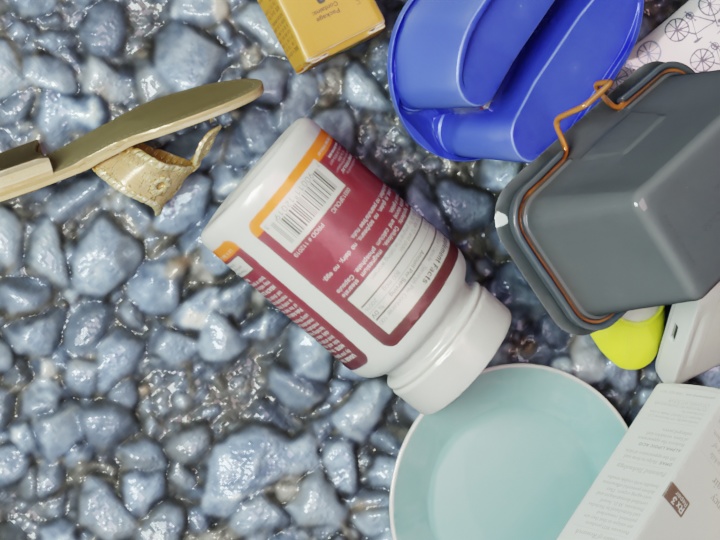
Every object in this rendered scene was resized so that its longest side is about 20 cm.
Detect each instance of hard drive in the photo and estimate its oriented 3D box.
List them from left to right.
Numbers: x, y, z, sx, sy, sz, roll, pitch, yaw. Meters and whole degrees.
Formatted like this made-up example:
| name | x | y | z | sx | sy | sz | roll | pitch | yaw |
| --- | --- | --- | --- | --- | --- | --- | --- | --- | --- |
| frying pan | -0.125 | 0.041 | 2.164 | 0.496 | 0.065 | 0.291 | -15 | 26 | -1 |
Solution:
| name | x | y | z | sx | sy | sz | roll | pitch | yaw |
| --- | --- | --- | --- | --- | --- | --- | --- | --- | --- |
| hard drive | 0.316 | 0.008 | 1.036 | 0.200 | 0.132 | 0.027 | -23 | 58 | -13 |

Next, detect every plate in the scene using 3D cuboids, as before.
| name | x | y | z | sx | sy | sz | roll | pitch | yaw |
| --- | --- | --- | --- | --- | --- | --- | --- | --- | --- |
| plate | 0.114 | 0.168 | 1.028 | 0.199 | 0.026 | 0.201 | 0 | 88 | -13 |

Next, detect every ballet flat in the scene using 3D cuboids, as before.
| name | x | y | z | sx | sy | sz | roll | pitch | yaw |
| --- | --- | --- | --- | --- | --- | --- | --- | --- | --- |
| ballet flat | 0.188 | -0.023 | 1.032 | 0.067 | 0.067 | 0.201 | -14 | 91 | -15 |

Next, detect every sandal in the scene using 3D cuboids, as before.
| name | x | y | z | sx | sy | sz | roll | pitch | yaw |
| --- | --- | --- | --- | --- | --- | --- | --- | --- | --- |
| sandal | -0.160 | -0.067 | 0.957 | 0.211 | 0.078 | 0.070 | -19 | 112 | -8 |

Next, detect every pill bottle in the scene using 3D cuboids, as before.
| name | x | y | z | sx | sy | sz | roll | pitch | yaw |
| --- | --- | --- | --- | --- | --- | --- | --- | --- | --- |
| pill bottle | 0.000 | 0.000 | 0.961 | 0.200 | 0.114 | 0.114 | 41 | 79 | -9 |

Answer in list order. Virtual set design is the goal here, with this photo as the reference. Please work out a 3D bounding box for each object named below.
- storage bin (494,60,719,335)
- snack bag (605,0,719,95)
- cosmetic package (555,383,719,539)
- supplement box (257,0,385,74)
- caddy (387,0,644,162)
| name | x | y | z | sx | sy | sz | roll | pitch | yaw |
| --- | --- | --- | --- | --- | --- | --- | --- | --- | --- |
| storage bin | 0.208 | -0.064 | 0.932 | 0.200 | 0.134 | 0.146 | -41 | 104 | -22 |
| snack bag | 0.309 | -0.127 | 1.054 | 0.188 | 0.021 | 0.200 | -38 | 82 | -4 |
| cosmetic package | 0.212 | 0.187 | 0.997 | 0.102 | 0.074 | 0.200 | 48 | 64 | -26 |
| supplement box | -0.059 | -0.242 | 0.981 | 0.066 | 0.069 | 0.200 | -28 | 93 | -13 |
| caddy | 0.106 | -0.170 | 1.001 | 0.141 | 0.105 | 0.200 | 41 | 78 | -32 |
